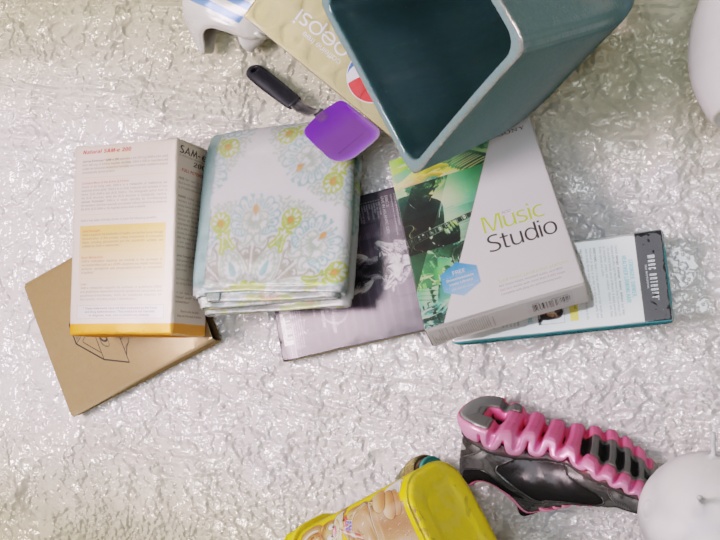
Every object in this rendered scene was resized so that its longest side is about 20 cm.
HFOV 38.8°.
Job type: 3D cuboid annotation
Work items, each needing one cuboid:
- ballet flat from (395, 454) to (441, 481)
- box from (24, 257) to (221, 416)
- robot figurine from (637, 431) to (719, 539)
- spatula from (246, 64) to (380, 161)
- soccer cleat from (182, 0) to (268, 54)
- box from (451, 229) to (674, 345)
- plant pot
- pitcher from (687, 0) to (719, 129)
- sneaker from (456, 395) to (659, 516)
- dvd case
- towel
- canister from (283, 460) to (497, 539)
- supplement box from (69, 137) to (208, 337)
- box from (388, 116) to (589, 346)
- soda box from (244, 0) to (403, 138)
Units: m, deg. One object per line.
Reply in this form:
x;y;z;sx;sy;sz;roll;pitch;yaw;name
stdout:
0.098;0.268;0.960;0.071;0.071;0.200;-39;75;13;ballet flat
-0.265;0.046;1.128;0.199;0.021;0.164;-27;77;16;box
0.288;0.229;0.834;0.112;0.170;0.201;-5;124;17;robot figurine
-0.060;-0.167;1.040;0.056;0.021;0.200;-41;48;-12;spatula
-0.094;-0.279;1.072;0.199;0.070;0.087;-9;96;23;soccer cleat
0.181;0.018;0.942;0.199;0.049;0.083;-7;82;15;box
0.120;-0.234;0.902;0.197;0.199;0.196;64;148;14;plant pot
0.369;-0.221;0.870;0.170;0.121;0.201;4;75;13;pitcher
0.179;0.188;0.937;0.199;0.079;0.096;18;114;21;sneaker
0.000;0.000;1.037;0.199;0.016;0.150;-14;80;19;dvd case
-0.082;-0.054;1.039;0.170;0.048;0.201;-3;72;19;towel
0.029;0.270;0.923;0.200;0.086;0.149;-39;75;42;canister
-0.230;-0.031;1.070;0.125;0.073;0.201;-1;85;20;supplement box
0.112;-0.040;0.934;0.144;0.036;0.201;-17;52;9;box
-0.013;-0.211;0.997;0.200;0.064;0.068;39;103;-2;soda box
